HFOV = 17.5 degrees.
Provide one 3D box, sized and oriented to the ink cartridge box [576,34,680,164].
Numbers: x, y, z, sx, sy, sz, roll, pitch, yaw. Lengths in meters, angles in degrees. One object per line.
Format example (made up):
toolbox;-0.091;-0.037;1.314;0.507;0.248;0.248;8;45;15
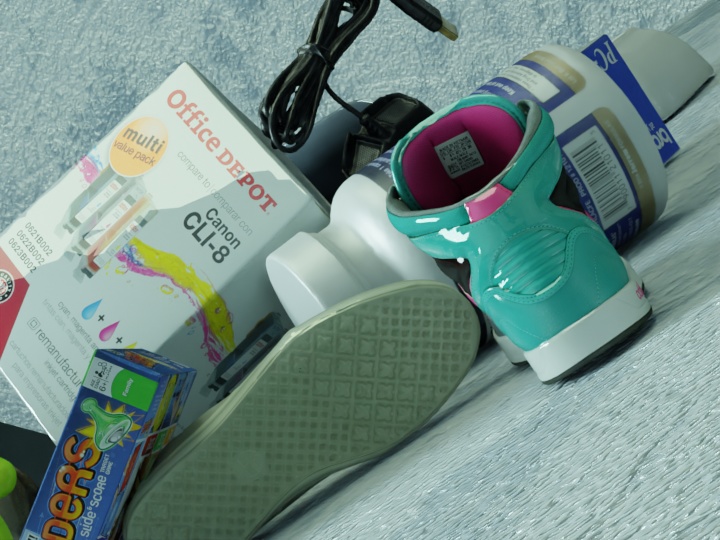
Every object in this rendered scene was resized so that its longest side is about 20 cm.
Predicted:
ink cartridge box;0.128;-0.074;1.472;0.044;0.094;0.200;-32;4;34

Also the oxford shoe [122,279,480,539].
oxford shoe;-0.031;0.072;1.112;0.200;0.075;0.058;-39;6;1

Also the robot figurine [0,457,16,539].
robot figurine;-0.273;0.187;1.424;0.176;0.115;0.200;-59;13;-18

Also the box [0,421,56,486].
box;-0.319;0.168;1.690;0.141;0.079;0.200;-36;-32;23

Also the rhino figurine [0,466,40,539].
rhino figurine;-0.291;0.204;1.608;0.200;0.088;0.060;-33;3;13

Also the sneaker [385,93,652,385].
sneaker;0.064;-0.019;1.047;0.083;0.121;0.200;-34;3;0

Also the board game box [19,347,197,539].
board game box;-0.126;0.106;1.134;0.200;0.034;0.136;81;-150;-88

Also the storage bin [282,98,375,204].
storage bin;0.000;0.000;1.491;0.200;0.146;0.134;-32;-24;30

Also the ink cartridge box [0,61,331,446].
ink cartridge box;-0.104;0.013;1.356;0.200;0.145;0.145;-43;-35;0

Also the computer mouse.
computer mouse;0.036;-0.079;1.355;0.046;0.199;0.141;-29;33;57

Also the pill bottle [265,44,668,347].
pill bottle;0.056;-0.024;1.253;0.200;0.116;0.116;-34;3;-13

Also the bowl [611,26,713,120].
bowl;0.182;-0.129;1.942;0.200;0.075;0.200;-34;2;28
